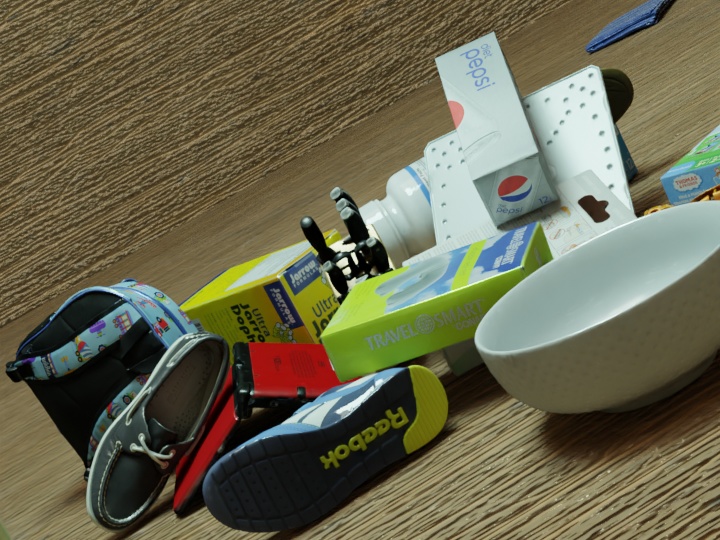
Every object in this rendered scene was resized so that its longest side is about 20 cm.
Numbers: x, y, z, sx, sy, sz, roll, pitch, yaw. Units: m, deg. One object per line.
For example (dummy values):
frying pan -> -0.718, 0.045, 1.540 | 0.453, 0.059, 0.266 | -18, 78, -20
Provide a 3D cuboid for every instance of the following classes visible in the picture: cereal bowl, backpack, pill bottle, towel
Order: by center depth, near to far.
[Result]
cereal bowl -> 0.181, 0.036, 0.936 | 0.198, 0.084, 0.200 | -27, 12, 6
backpack -> -0.232, 0.093, 1.382 | 0.200, 0.183, 0.134 | -39, -2, 39
pill bottle -> 0.098, -0.080, 1.576 | 0.198, 0.113, 0.112 | -30, 11, -4
towel -> 0.487, -0.445, 2.464 | 0.144, 0.024, 0.200 | -25, 10, 32

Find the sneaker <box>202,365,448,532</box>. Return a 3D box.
sneaker -> -0.029, 0.137, 1.055 | 0.198, 0.075, 0.082 | -24, 8, -14

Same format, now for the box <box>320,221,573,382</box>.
box -> 0.075, 0.021, 1.108 | 0.198, 0.048, 0.122 | -20, 14, 19

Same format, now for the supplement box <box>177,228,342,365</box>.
supplement box -> -0.095, 0.049, 1.489 | 0.199, 0.110, 0.109 | -18, 15, 45

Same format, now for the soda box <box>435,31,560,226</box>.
soda box -> 0.126, -0.137, 1.301 | 0.068, 0.064, 0.201 | -22, 42, 11

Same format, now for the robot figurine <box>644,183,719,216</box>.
robot figurine -> 0.309, -0.045, 1.041 | 0.198, 0.059, 0.145 | -24, 13, 25

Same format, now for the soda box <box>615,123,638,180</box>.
soda box -> 0.209, -0.081, 1.431 | 0.067, 0.065, 0.200 | -17, 16, 44

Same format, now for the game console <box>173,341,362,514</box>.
game console -> -0.087, 0.144, 1.290 | 0.170, 0.121, 0.200 | 2, 10, -7

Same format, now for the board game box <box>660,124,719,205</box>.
board game box -> 0.391, -0.132, 1.279 | 0.199, 0.037, 0.150 | -37, 13, -37

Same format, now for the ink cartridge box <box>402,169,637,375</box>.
ink cartridge box -> 0.145, -0.003, 1.216 | 0.198, 0.050, 0.161 | -25, 25, 1

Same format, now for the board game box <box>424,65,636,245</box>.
board game box -> 0.161, -0.075, 1.322 | 0.198, 0.026, 0.202 | -24, 53, 25

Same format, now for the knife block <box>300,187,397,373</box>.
knife block -> 0.000, 0.000, 1.300 | 0.063, 0.177, 0.200 | -27, 11, 1

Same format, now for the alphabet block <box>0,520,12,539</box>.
alphabet block -> -0.459, 0.256, 1.242 | 0.194, 0.202, 0.197 | -25, 12, 19

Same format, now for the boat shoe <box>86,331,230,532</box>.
boat shoe -> -0.179, 0.144, 1.247 | 0.201, 0.074, 0.060 | -57, 15, -19

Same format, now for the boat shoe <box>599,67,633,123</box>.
boat shoe -> 0.189, -0.153, 1.441 | 0.198, 0.074, 0.065 | -28, 16, 5
